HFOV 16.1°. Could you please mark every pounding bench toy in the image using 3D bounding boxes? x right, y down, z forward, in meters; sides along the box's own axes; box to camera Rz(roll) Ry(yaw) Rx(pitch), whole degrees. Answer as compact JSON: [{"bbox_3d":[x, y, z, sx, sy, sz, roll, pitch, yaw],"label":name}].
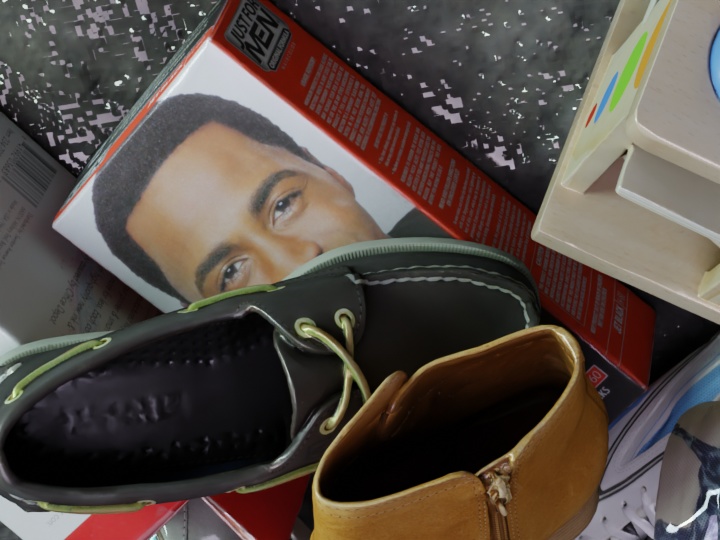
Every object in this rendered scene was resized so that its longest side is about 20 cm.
[{"bbox_3d":[0.179,-0.043,0.783,0.199,0.156,0.125,24,75,-4],"label":"pounding bench toy"}]

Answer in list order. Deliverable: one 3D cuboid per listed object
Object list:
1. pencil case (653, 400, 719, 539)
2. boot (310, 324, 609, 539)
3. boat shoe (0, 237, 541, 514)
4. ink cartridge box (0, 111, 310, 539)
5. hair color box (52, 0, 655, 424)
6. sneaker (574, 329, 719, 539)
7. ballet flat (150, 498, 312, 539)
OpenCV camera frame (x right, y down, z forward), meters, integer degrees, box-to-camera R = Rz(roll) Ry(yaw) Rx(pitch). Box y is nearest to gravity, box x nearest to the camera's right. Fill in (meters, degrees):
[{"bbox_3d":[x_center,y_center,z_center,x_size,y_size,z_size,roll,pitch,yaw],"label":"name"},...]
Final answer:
[{"bbox_3d":[0.187,0.069,0.804,0.199,0.078,0.089,-12,161,36],"label":"pencil case"},{"bbox_3d":[-0.004,0.097,0.831,0.201,0.144,0.071,-38,65,-5],"label":"boot"},{"bbox_3d":[-0.029,0.039,0.841,0.200,0.061,0.072,-15,99,-8],"label":"boat shoe"},{"bbox_3d":[-0.111,0.032,0.923,0.200,0.116,0.067,42,116,-12],"label":"ink cartridge box"},{"bbox_3d":[0.000,0.000,0.917,0.200,0.061,0.102,38,118,-10],"label":"hair color box"},{"bbox_3d":[0.111,0.085,0.938,0.072,0.073,0.200,37,120,-13],"label":"sneaker"},{"bbox_3d":[-0.023,0.159,1.008,0.063,0.067,0.201,-22,115,0],"label":"ballet flat"}]
